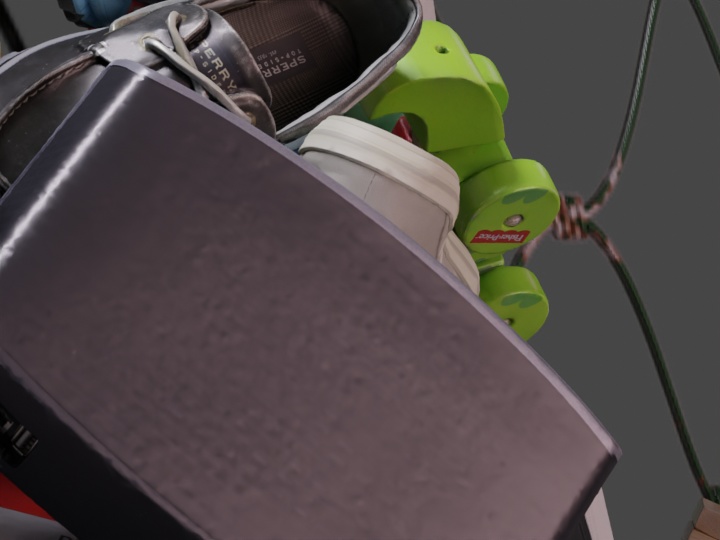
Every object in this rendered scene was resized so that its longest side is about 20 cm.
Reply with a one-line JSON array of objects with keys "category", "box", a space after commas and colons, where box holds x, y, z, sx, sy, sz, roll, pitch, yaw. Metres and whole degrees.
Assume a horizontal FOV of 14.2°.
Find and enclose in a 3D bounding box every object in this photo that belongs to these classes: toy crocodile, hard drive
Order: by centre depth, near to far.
[{"category": "hard drive", "box": [-0.024, 0.037, 0.847, 0.200, 0.042, 0.135, 39, 64, -6]}, {"category": "toy crocodile", "box": [0.032, -0.019, 1.076, 0.200, 0.062, 0.068, 88, -19, -59]}]

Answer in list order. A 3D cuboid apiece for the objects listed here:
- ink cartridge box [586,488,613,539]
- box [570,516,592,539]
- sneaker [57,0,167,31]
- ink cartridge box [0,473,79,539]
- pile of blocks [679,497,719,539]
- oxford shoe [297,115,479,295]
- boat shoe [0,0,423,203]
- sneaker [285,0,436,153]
[{"category": "ink cartridge box", "box": [0.027, 0.137, 1.131, 0.200, 0.059, 0.104, -22, 102, -52]}, {"category": "box", "box": [0.022, 0.173, 0.988, 0.200, 0.043, 0.160, -62, 157, -23]}, {"category": "sneaker", "box": [-0.047, -0.115, 1.014, 0.200, 0.095, 0.079, -27, 108, -81]}, {"category": "ink cartridge box", "box": [-0.130, 0.080, 0.858, 0.050, 0.161, 0.200, 94, 11, -63]}, {"category": "pile of blocks", "box": [0.140, 0.179, 1.289, 0.062, 0.082, 0.200, 25, 42, 0]}, {"category": "oxford shoe", "box": [0.000, 0.000, 0.984, 0.200, 0.075, 0.058, 80, 33, -78]}, {"category": "boat shoe", "box": [-0.059, -0.060, 0.921, 0.200, 0.071, 0.072, -33, 90, -44]}, {"category": "sneaker", "box": [-0.010, -0.053, 1.089, 0.200, 0.074, 0.082, -33, 113, -62]}]
